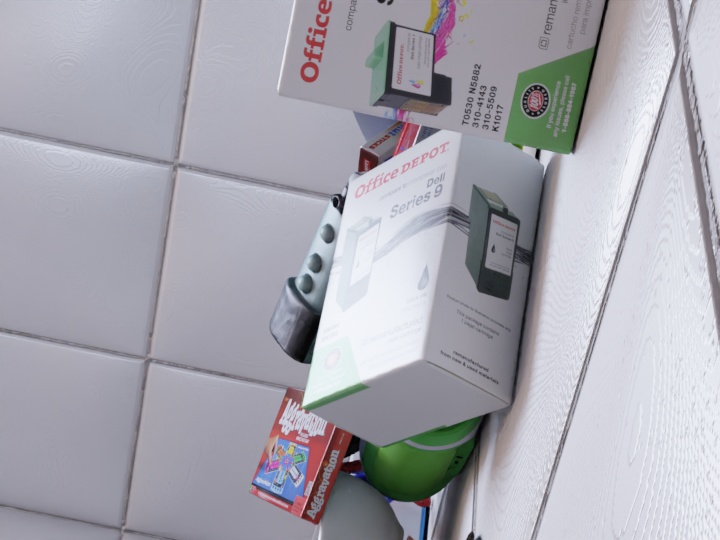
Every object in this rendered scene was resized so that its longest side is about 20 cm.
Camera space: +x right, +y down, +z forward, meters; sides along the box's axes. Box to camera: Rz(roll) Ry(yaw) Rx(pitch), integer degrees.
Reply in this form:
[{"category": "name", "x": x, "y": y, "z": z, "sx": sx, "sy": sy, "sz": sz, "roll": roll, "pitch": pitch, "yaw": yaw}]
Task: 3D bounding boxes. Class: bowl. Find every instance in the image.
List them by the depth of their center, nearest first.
[{"category": "bowl", "x": -0.016, "y": 0.289, "z": 1.480, "sx": 0.200, "sy": 0.075, "sz": 0.200, "roll": -78, "pitch": 0, "yaw": -46}]

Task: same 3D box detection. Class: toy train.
[{"category": "toy train", "x": 0.000, "y": 0.000, "z": 1.549, "sx": 0.085, "sy": 0.114, "sz": 0.200, "roll": 52, "pitch": 129, "yaw": 40}]

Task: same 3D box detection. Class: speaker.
[{"category": "speaker", "x": 0.048, "y": 0.126, "z": 1.440, "sx": 0.200, "sy": 0.088, "sz": 0.088, "roll": 104, "pitch": 177, "yaw": -68}]

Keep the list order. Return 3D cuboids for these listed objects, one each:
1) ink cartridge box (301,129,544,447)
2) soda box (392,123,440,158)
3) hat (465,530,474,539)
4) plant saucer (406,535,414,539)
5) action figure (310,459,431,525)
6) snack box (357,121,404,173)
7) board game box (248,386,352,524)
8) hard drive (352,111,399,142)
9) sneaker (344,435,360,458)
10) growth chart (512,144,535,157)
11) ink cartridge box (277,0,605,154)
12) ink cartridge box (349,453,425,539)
[{"category": "ink cartridge box", "x": 0.046, "y": 0.010, "z": 1.295, "sx": 0.146, "sy": 0.084, "sz": 0.200, "roll": -26, "pitch": 44, "yaw": 47}, {"category": "soda box", "x": 0.048, "y": -0.039, "z": 1.450, "sx": 0.063, "sy": 0.070, "sz": 0.200, "roll": -129, "pitch": 59, "yaw": -76}, {"category": "hat", "x": 0.025, "y": 0.266, "z": 1.235, "sx": 0.201, "sy": 0.081, "sz": 0.201, "roll": -169, "pitch": 90, "yaw": -90}, {"category": "plant saucer", "x": 0.029, "y": 0.344, "z": 1.481, "sx": 0.200, "sy": 0.037, "sz": 0.200, "roll": 102, "pitch": 179, "yaw": -63}, {"category": "action figure", "x": 0.006, "y": 0.200, "z": 1.627, "sx": 0.200, "sy": 0.052, "sz": 0.065, "roll": -2, "pitch": -68, "yaw": -54}, {"category": "snack box", "x": 0.020, "y": -0.044, "z": 1.627, "sx": 0.072, "sy": 0.024, "sz": 0.200, "roll": -37, "pitch": -34, "yaw": -39}, {"category": "board game box", "x": -0.049, "y": 0.154, "z": 1.524, "sx": 0.103, "sy": 0.019, "sz": 0.200, "roll": -68, "pitch": 14, "yaw": -7}, {"category": "hard drive", "x": 0.010, "y": -0.191, "z": 1.612, "sx": 0.200, "sy": 0.042, "sz": 0.135, "roll": 65, "pitch": -163, "yaw": -59}, {"category": "sneaker", "x": 0.011, "y": 0.103, "z": 1.559, "sx": 0.104, "sy": 0.200, "sz": 0.060, "roll": 49, "pitch": -147, "yaw": -44}, {"category": "growth chart", "x": 0.112, "y": -0.065, "z": 1.461, "sx": 0.200, "sy": 0.018, "sz": 0.145, "roll": 115, "pitch": 168, "yaw": -47}, {"category": "ink cartridge box", "x": 0.054, "y": -0.169, "z": 1.184, "sx": 0.084, "sy": 0.200, "sz": 0.145, "roll": -81, "pitch": 2, "yaw": -78}, {"category": "ink cartridge box", "x": 0.008, "y": 0.298, "z": 1.781, "sx": 0.146, "sy": 0.086, "sz": 0.200, "roll": -80, "pitch": 3, "yaw": -59}]
